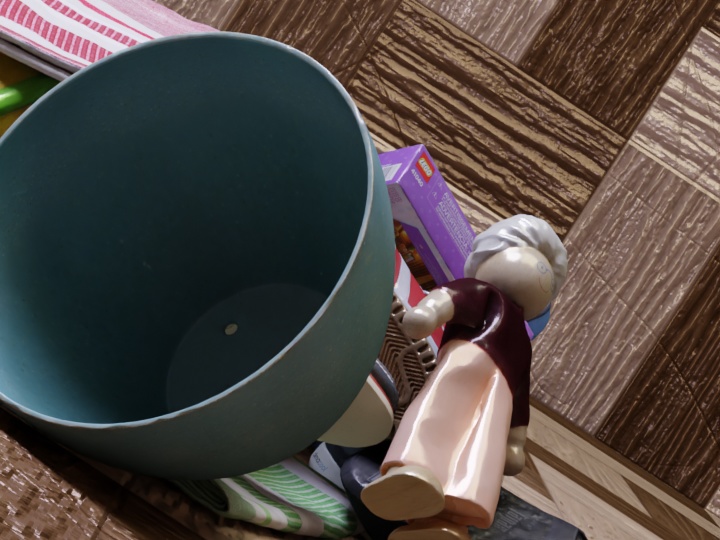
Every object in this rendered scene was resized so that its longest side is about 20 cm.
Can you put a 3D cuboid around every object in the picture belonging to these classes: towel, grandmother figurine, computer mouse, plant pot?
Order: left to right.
[{"bbox_3d":[-0.129,-0.126,1.605,0.144,0.023,0.200,24,16,-2],"label":"towel"},{"bbox_3d":[-0.081,0.083,1.427,0.152,0.023,0.200,35,3,22],"label":"towel"},{"bbox_3d":[-0.066,0.014,1.280,0.200,0.200,0.135,35,-14,37],"label":"plant pot"},{"bbox_3d":[0.060,0.054,1.428,0.060,0.200,0.122,3,-42,22],"label":"grandmother figurine"},{"bbox_3d":[0.062,0.158,1.419,0.199,0.046,0.140,24,30,19],"label":"computer mouse"}]

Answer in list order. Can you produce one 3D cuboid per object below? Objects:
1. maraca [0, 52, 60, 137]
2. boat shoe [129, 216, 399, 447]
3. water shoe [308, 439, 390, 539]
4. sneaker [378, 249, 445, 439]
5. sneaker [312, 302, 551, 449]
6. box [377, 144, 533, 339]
[{"bbox_3d":[-0.214,-0.085,1.587,0.200,0.137,0.107,-30,102,-60],"label":"maraca"},{"bbox_3d":[-0.059,0.010,1.403,0.200,0.071,0.063,37,40,-10],"label":"boat shoe"},{"bbox_3d":[0.047,0.126,1.532,0.200,0.079,0.071,36,5,42],"label":"water shoe"},{"bbox_3d":[0.000,0.000,1.524,0.201,0.071,0.112,68,11,12],"label":"sneaker"},{"bbox_3d":[0.042,0.064,1.696,0.066,0.200,0.079,-30,97,-52],"label":"sneaker"},{"bbox_3d":[-0.019,0.009,1.623,0.199,0.039,0.137,-10,-58,37],"label":"box"}]
